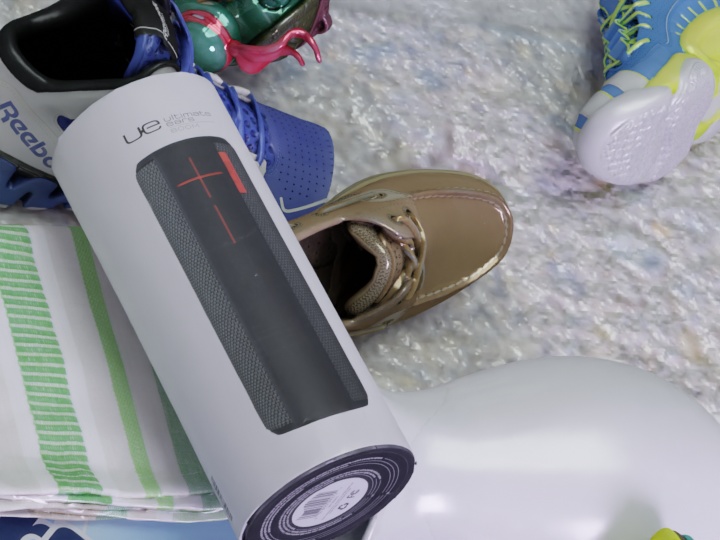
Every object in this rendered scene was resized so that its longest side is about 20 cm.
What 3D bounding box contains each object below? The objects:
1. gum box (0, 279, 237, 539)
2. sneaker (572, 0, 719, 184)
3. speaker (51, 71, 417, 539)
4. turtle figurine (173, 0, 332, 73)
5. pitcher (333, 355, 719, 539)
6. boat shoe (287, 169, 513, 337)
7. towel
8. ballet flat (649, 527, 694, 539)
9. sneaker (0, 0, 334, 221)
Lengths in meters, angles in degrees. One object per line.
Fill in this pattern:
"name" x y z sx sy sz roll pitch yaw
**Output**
"gum box" -0.143 0.118 1.212 0.170 0.045 0.200 38 44 0
"sneaker" 0.150 -0.112 1.582 0.105 0.076 0.200 41 35 20
"speaker" -0.056 0.016 1.238 0.081 0.081 0.200 -7 57 -37
"turtle figurine" -0.055 -0.152 1.447 0.200 0.149 0.101 -47 122 -50
"pitcher" 0.066 0.120 1.304 0.199 0.121 0.172 7 74 -27
"boat shoe" 0.000 0.000 1.370 0.200 0.064 0.071 -17 105 -34
"towel" -0.146 0.038 1.227 0.200 0.023 0.153 3 52 -33
"ballet flat" 0.116 0.211 1.247 0.067 0.067 0.201 -3 91 -14
"sneaker" -0.092 -0.073 1.350 0.199 0.115 0.081 11 51 -27
